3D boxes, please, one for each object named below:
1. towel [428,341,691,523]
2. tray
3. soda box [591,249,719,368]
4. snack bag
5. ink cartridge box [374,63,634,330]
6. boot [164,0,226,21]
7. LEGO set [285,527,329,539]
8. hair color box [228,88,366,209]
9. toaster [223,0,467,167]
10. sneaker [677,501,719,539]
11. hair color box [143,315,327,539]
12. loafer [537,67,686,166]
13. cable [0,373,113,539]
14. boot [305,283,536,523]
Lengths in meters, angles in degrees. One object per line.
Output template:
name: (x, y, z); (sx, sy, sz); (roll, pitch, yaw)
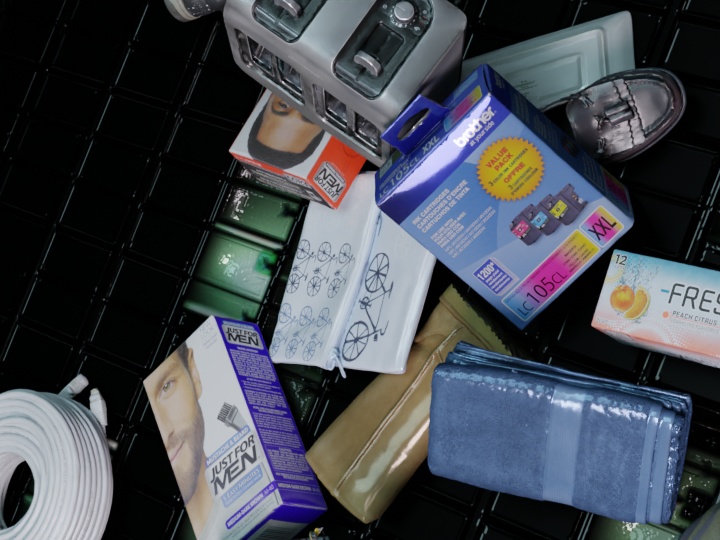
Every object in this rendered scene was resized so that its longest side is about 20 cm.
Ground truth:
towel: (0.153, 0.129, 1.599); (0.199, 0.049, 0.112); (11, 115, 13)
tray: (0.145, -0.155, 1.779); (0.199, 0.022, 0.108); (-14, 67, 31)
soda box: (0.283, 0.040, 1.589); (0.199, 0.063, 0.069); (14, 82, 36)
snack bag: (0.000, 0.000, 1.793); (0.200, 0.021, 0.190); (5, 76, 54)
ink cartridge box: (0.104, -0.069, 1.661); (0.136, 0.200, 0.076); (-45, 17, 18)
boot: (-0.113, -0.348, 1.996); (0.153, 0.073, 0.205); (-3, 77, 31)
LEGO set: (-0.051, 0.291, 1.688); (0.115, 0.200, 0.155); (-4, 83, -9)
hair color box: (-0.021, -0.164, 1.849); (0.101, 0.061, 0.201); (20, 75, 37)
toaster: (-0.011, -0.194, 1.719); (0.180, 0.200, 0.119); (36, 81, 7)
sneaker: (0.309, 0.171, 1.514); (0.200, 0.081, 0.074); (-37, 56, 19)
hair color box: (-0.114, 0.153, 1.817); (0.109, 0.065, 0.201); (-43, 53, 29)
loafer: (0.175, -0.112, 1.706); (0.199, 0.063, 0.072); (-18, 94, 31)
cable: (-0.322, 0.213, 1.947); (0.199, 0.069, 0.201); (-31, 59, 23)
boot: (0.062, 0.133, 1.714); (0.200, 0.066, 0.175); (-51, 41, 9)
